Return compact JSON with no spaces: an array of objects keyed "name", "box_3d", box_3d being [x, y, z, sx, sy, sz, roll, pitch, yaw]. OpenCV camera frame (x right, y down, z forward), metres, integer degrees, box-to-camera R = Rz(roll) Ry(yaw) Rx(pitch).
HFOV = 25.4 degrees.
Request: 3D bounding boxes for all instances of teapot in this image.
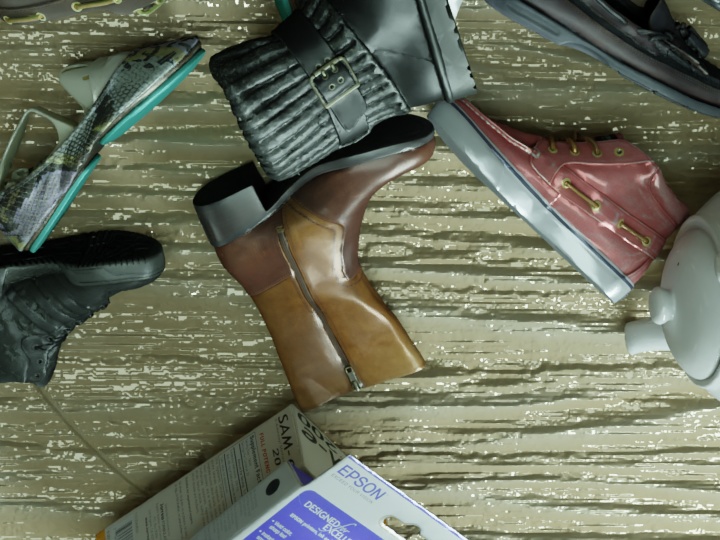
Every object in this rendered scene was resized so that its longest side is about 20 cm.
[{"name":"teapot","box_3d":[0.273,0.019,1.108,0.144,0.198,0.202,-2,121,-10]}]

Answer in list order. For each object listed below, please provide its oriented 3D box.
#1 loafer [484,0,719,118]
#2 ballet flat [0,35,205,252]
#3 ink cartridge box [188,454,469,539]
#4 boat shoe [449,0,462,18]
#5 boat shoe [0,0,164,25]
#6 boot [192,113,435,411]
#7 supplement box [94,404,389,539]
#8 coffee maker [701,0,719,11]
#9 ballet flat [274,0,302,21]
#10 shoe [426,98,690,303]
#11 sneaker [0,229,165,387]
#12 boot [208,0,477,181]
[{"name":"loafer","box_3d":[0.180,-0.167,1.083,0.198,0.072,0.063,24,109,-11]},{"name":"ballet flat","box_3d":[-0.192,-0.100,1.095,0.072,0.072,0.200,38,107,-20]},{"name":"ink cartridge box","box_3d":[-0.022,0.225,1.192,0.199,0.044,0.198,-38,126,17]},{"name":"boat shoe","box_3d":[0.038,-0.215,1.052,0.069,0.071,0.202,13,122,-13]},{"name":"boat shoe","box_3d":[-0.157,-0.197,1.030,0.198,0.072,0.060,-4,134,17]},{"name":"boot","box_3d":[0.000,0.000,1.155,0.187,0.069,0.201,-24,116,8]},{"name":"supplement box","box_3d":[-0.091,0.211,1.240,0.199,0.074,0.126,-33,127,13]},{"name":"coffee maker","box_3d":[0.302,-0.248,1.013,0.190,0.135,0.201,19,115,-13]},{"name":"ballet flat","box_3d":[-0.049,-0.226,1.041,0.068,0.068,0.201,-28,116,1]},{"name":"shoe","box_3d":[0.143,-0.073,1.131,0.200,0.071,0.091,42,93,-15]},{"name":"sneaker","box_3d":[-0.232,0.035,1.165,0.197,0.060,0.105,-6,116,5]},{"name":"boot","box_3d":[-0.027,-0.165,0.989,0.156,0.080,0.213,-19,120,5]}]
